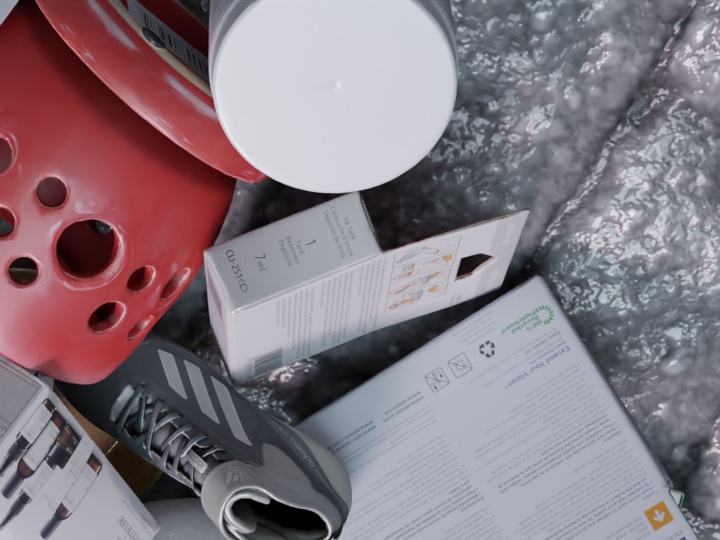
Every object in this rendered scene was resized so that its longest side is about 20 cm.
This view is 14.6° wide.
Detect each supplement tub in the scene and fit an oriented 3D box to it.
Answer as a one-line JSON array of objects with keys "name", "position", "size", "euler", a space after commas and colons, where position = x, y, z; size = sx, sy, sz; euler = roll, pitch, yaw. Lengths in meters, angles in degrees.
[{"name": "supplement tub", "position": [-0.017, -0.143, 1.510], "size": [0.132, 0.200, 0.132], "euler": [-1, 121, -2]}]

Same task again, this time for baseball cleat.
[{"name": "baseball cleat", "position": [-0.095, 0.099, 1.647], "size": [0.200, 0.106, 0.070], "euler": [26, 109, -2]}]

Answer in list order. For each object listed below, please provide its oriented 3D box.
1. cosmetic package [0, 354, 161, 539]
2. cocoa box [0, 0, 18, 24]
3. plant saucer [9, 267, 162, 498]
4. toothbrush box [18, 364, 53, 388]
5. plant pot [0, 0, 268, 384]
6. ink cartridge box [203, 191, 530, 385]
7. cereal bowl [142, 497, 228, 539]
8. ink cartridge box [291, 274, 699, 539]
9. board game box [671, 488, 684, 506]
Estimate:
[{"name": "cosmetic package", "position": [-0.182, 0.128, 1.586], "size": [0.083, 0.051, 0.200], "euler": [-52, 151, -13]}, {"name": "cocoa box", "position": [-0.264, -0.161, 1.475], "size": [0.133, 0.131, 0.200], "euler": [44, 66, -25]}, {"name": "plant saucer", "position": [-0.210, 0.076, 1.729], "size": [0.200, 0.035, 0.200], "euler": [-1, 121, -2]}, {"name": "toothbrush box", "position": [-0.265, 0.104, 1.640], "size": [0.146, 0.085, 0.200], "euler": [25, 122, 21]}, {"name": "plant pot", "position": [-0.158, -0.068, 1.558], "size": [0.200, 0.200, 0.183], "euler": [38, 103, -22]}, {"name": "ink cartridge box", "position": [0.000, 0.000, 1.616], "size": [0.176, 0.200, 0.045], "euler": [-20, 78, -7]}, {"name": "cereal bowl", "position": [-0.123, 0.204, 1.765], "size": [0.200, 0.083, 0.200], "euler": [-11, 144, -8]}, {"name": "ink cartridge box", "position": [0.078, 0.137, 1.697], "size": [0.199, 0.041, 0.200], "euler": [-31, 77, 6]}, {"name": "board game box", "position": [0.102, 0.211, 1.757], "size": [0.153, 0.040, 0.200], "euler": [19, 84, -16]}]
